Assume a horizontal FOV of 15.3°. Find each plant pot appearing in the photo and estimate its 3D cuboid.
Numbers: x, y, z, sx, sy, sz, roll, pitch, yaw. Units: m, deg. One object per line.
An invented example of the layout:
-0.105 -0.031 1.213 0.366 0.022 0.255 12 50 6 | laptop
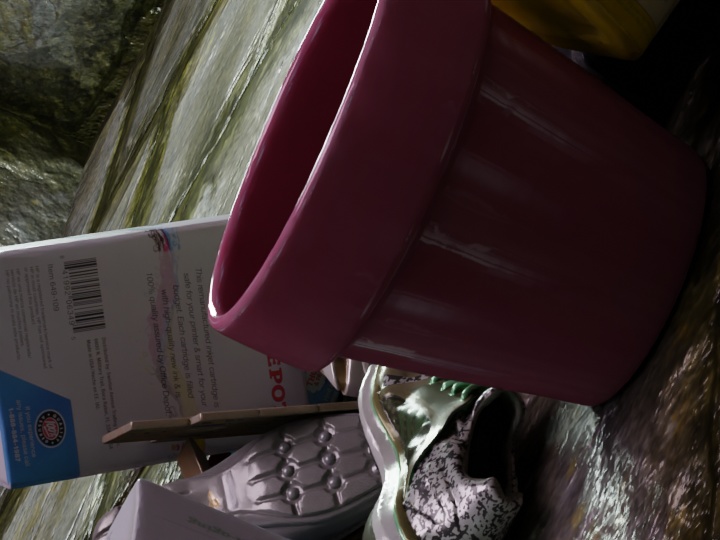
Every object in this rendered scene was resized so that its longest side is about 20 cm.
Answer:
0.050 -0.031 1.214 0.200 0.178 0.201 -158 90 -79 | plant pot

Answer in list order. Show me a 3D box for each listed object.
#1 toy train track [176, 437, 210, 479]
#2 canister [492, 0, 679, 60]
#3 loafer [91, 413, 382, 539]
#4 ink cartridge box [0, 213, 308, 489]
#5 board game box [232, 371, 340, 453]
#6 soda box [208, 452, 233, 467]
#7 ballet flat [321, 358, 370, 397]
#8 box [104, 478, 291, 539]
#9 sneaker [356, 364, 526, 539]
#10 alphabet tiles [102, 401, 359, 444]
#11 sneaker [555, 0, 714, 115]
-0.089 0.176 1.604 0.200 0.032 0.115 -58 46 44 | toy train track
0.129 -0.202 1.232 0.200 0.087 0.148 -55 32 -9 | canister
-0.052 0.135 1.489 0.199 0.070 0.070 -19 55 15 | loafer
-0.151 0.048 1.713 0.146 0.199 0.148 180 82 -72 | ink cartridge box
-0.038 0.044 1.851 0.200 0.036 0.152 144 147 -68 | board game box
-0.100 0.220 1.710 0.063 0.070 0.201 -124 57 -78 | soda box
0.003 0.037 1.595 0.200 0.072 0.072 127 162 -63 | ballet flat
-0.044 0.230 1.093 0.200 0.198 0.172 -90 26 -63 | box
0.053 0.082 1.301 0.089 0.077 0.200 -47 25 26 | sneaker
-0.061 0.088 1.557 0.200 0.166 0.006 150 115 -76 | alphabet tiles
0.137 -0.139 1.299 0.201 0.075 0.088 -69 17 -8 | sneaker
